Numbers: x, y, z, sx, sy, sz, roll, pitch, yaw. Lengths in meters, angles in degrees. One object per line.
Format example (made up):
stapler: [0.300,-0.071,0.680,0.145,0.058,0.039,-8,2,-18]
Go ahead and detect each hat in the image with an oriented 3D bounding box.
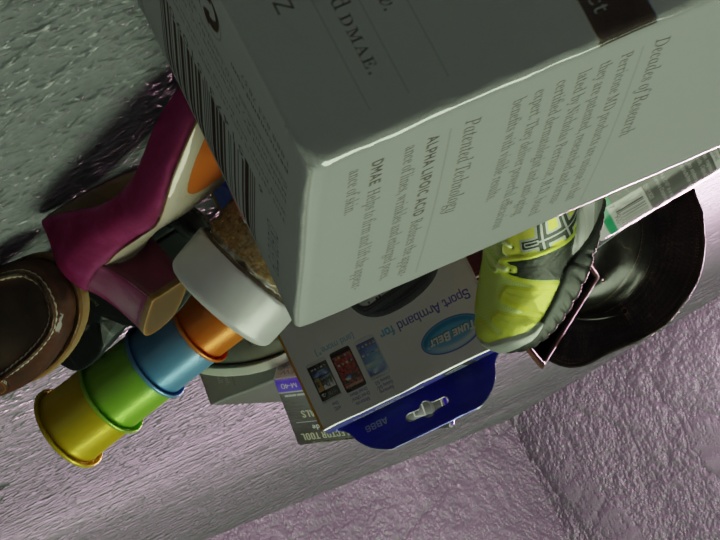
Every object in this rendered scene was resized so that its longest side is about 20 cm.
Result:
hat: [0.172,-0.025,1.653,0.200,0.201,0.081,-32,146,32]

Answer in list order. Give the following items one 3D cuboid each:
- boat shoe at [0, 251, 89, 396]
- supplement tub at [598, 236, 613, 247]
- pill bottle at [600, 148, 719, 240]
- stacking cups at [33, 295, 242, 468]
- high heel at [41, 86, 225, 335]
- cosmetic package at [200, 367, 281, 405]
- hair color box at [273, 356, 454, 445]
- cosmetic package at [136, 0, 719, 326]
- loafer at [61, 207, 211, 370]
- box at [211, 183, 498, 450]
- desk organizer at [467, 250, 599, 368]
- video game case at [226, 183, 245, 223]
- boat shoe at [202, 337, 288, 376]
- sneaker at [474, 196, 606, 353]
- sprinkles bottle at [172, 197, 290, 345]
boat shoe: [-0.242,0.052,1.238,0.200,0.071,0.070,-33,171,38]
supplement tub: [0.143,-0.058,1.537,0.107,0.107,0.200,-20,170,-30]
pill bottle: [0.212,-0.116,1.366,0.200,0.113,0.113,-31,170,5]
stacking cups: [-0.119,0.044,1.300,0.200,0.061,0.060,-40,166,21]
high heel: [-0.117,-0.059,1.095,0.067,0.096,0.200,-36,158,-37]
cosmetic package: [-0.057,0.037,1.516,0.090,0.107,0.200,-23,169,18]
hair color box: [0.018,0.027,1.405,0.109,0.065,0.200,-8,-144,17]
cosmetic package: [0.033,-0.110,0.768,0.199,0.165,0.165,-24,163,-11]
loafer: [-0.139,-0.005,1.245,0.200,0.073,0.072,-27,-160,53]
box: [0.000,0.000,1.194,0.119,0.201,0.041,-26,170,1]
desk organizer: [0.111,-0.008,1.378,0.072,0.077,0.200,-27,154,9]
video game case: [-0.012,-0.106,0.951,0.143,0.017,0.200,-25,149,-4]
boat shoe: [-0.038,0.015,1.330,0.201,0.072,0.060,-15,133,22]
sneaker: [0.088,-0.048,1.089,0.076,0.075,0.201,4,117,-25]
sprinkles bottle: [-0.011,-0.055,1.077,0.200,0.068,0.068,-49,167,5]
